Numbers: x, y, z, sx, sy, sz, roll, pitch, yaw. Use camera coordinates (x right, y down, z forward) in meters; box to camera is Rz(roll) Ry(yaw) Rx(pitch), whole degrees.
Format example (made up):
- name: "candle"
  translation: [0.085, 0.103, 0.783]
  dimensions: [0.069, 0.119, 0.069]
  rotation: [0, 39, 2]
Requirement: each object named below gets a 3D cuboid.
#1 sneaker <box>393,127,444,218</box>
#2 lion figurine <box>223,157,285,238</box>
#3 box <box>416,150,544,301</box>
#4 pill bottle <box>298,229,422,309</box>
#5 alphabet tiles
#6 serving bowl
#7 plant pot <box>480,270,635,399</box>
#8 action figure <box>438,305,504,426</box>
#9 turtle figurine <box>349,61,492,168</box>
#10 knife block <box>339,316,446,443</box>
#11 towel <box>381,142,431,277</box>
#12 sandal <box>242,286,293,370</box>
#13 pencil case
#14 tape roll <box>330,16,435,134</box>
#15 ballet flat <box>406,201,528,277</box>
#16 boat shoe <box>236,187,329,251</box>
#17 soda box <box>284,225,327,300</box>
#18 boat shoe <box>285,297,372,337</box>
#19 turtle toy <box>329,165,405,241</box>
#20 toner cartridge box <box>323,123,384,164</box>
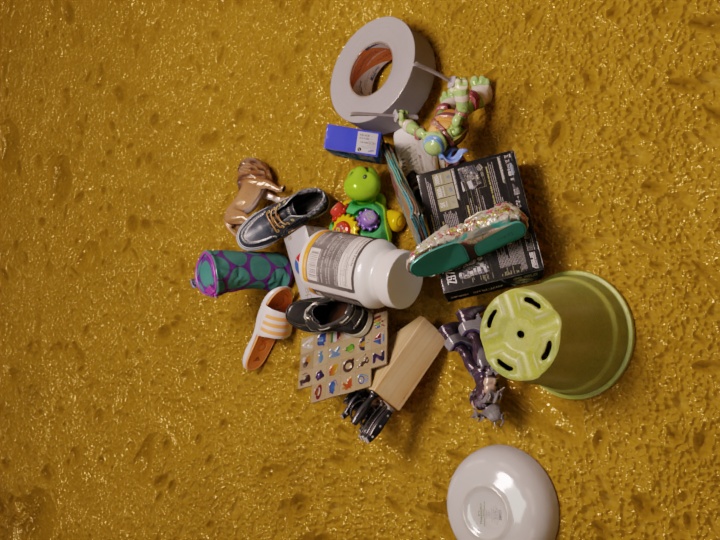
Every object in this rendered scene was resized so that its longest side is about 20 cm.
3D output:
- name: "sneaker"
  translation: [0.102, -0.179, 1.535]
  dimensions: [0.076, 0.080, 0.201]
  rotation: [-39, 63, 32]
- name: "lion figurine"
  translation: [-0.228, -0.139, 1.770]
  dimensions: [0.122, 0.073, 0.201]
  rotation: [23, 61, 12]
- name: "box"
  translation: [0.192, -0.069, 1.406]
  dimensions: [0.162, 0.086, 0.202]
  rotation: [-14, 77, 7]
- name: "pill bottle"
  translation: [0.000, 0.000, 1.467]
  dimensions: [0.199, 0.116, 0.118]
  rotation: [12, 95, 41]
- name: "alphabet tiles"
  translation: [-0.032, 0.142, 1.549]
  dimensions: [0.199, 0.006, 0.168]
  rotation: [-20, 54, 33]
- name: "serving bowl"
  translation: [0.217, 0.386, 1.411]
  dimensions: [0.199, 0.066, 0.202]
  rotation: [-3, 85, 38]
- name: "plant pot"
  translation: [0.279, 0.096, 1.303]
  dimensions: [0.199, 0.183, 0.203]
  rotation: [-3, 85, 38]
- name: "action figure"
  translation: [0.196, 0.160, 1.423]
  dimensions: [0.130, 0.069, 0.201]
  rotation: [121, 139, -49]
- name: "turtle figurine"
  translation: [0.126, -0.280, 1.432]
  dimensions: [0.199, 0.194, 0.144]
  rotation: [36, 129, 8]
- name: "knife block"
  translation: [0.054, 0.194, 1.496]
  dimensions: [0.200, 0.064, 0.176]
  rotation: [-38, 23, 31]
- name: "towel"
  translation: [0.079, -0.102, 1.450]
  dimensions: [0.022, 0.147, 0.201]
  rotation: [-20, 45, 0]
- name: "sandal"
  translation: [-0.172, 0.126, 1.747]
  dimensions: [0.059, 0.079, 0.208]
  rotation: [40, 120, 32]
- name: "pencil case"
  translation: [-0.228, 0.007, 1.714]
  dimensions: [0.085, 0.199, 0.093]
  rotation: [-15, 80, 44]
- name: "tape roll"
  translation: [0.039, -0.351, 1.583]
  dimensions: [0.199, 0.066, 0.202]
  rotation: [-16, 65, 38]
- name: "ballet flat"
  translation: [0.159, -0.049, 1.338]
  dimensions: [0.198, 0.076, 0.064]
  rotation: [-20, 46, 2]
- name: "boat shoe"
  translation: [-0.152, -0.103, 1.672]
  dimensions: [0.199, 0.091, 0.071]
  rotation: [-29, 88, -1]
- name: "soda box"
  translation: [-0.080, 0.017, 1.677]
  dimensions: [0.063, 0.068, 0.202]
  rotation: [-30, 69, 34]
- name: "boat shoe"
  translation: [-0.069, 0.075, 1.571]
  dimensions: [0.199, 0.067, 0.072]
  rotation: [3, 71, 45]
- name: "turtle toy"
  translation: [-0.001, -0.090, 1.599]
  dimensions: [0.145, 0.101, 0.202]
  rotation: [16, 97, 39]
- name: "toner cartridge box"
  translation: [-0.008, -0.221, 1.540]
  dimensions: [0.094, 0.200, 0.044]
  rotation: [11, 94, 3]
